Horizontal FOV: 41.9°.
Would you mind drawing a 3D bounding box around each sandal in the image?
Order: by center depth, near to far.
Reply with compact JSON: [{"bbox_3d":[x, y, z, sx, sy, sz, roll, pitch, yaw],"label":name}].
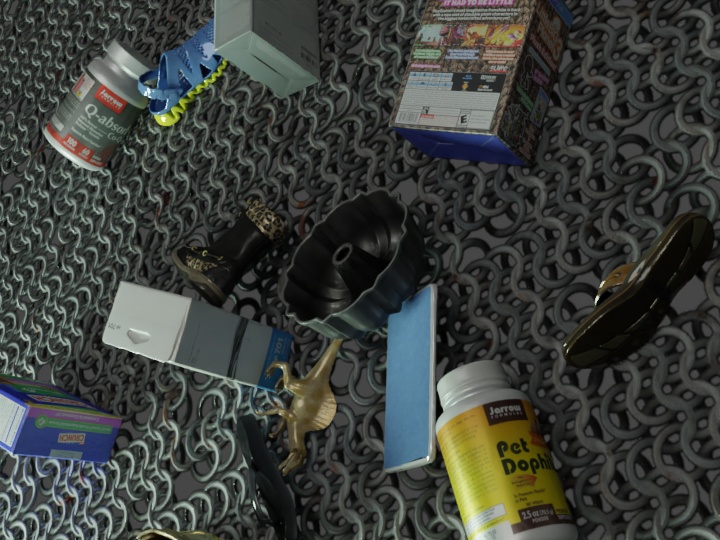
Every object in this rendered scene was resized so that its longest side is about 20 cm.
[{"bbox_3d":[0.280,0.018,0.969,0.201,0.081,0.055,-55,34,9],"label":"sandal"},{"bbox_3d":[-0.126,0.270,1.176,0.201,0.042,0.077,-124,31,-43],"label":"sandal"},{"bbox_3d":[-0.284,-0.326,1.509,0.200,0.087,0.080,-49,50,9],"label":"sandal"}]

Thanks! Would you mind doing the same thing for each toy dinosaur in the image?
[{"bbox_3d":[-0.071,0.155,1.203,0.100,0.058,0.202,20,86,23],"label":"toy dinosaur"}]

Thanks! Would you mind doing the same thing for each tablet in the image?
[{"bbox_3d":[0.059,0.127,1.093,0.130,0.013,0.203,142,134,-61],"label":"tablet"}]

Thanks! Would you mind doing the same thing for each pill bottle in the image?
[{"bbox_3d":[0.144,0.200,0.978,0.109,0.109,0.202,-31,58,23],"label":"pill bottle"},{"bbox_3d":[-0.430,-0.279,1.579,0.201,0.115,0.116,-52,51,9],"label":"pill bottle"}]

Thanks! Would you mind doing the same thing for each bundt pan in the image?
[{"bbox_3d":[0.000,0.000,1.156,0.201,0.076,0.204,-30,37,26],"label":"bundt pan"}]

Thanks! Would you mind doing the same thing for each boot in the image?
[{"bbox_3d":[-0.238,0.359,1.173,0.198,0.155,0.074,-4,70,35],"label":"boot"},{"bbox_3d":[-0.186,-0.033,1.330,0.151,0.073,0.200,-45,22,-6],"label":"boot"}]

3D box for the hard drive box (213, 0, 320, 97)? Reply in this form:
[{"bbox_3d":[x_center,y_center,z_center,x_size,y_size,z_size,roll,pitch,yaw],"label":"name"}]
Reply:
[{"bbox_3d":[-0.134,-0.382,1.374,0.076,0.155,0.203,-17,63,32],"label":"hard drive box"}]

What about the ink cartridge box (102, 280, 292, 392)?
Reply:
[{"bbox_3d":[-0.208,0.088,1.223,0.145,0.199,0.087,11,79,38],"label":"ink cartridge box"}]

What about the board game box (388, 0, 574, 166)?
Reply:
[{"bbox_3d":[0.148,-0.244,1.148,0.158,0.096,0.203,12,80,39],"label":"board game box"}]

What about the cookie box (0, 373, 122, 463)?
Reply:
[{"bbox_3d":[-0.486,0.216,1.403,0.198,0.170,0.076,16,86,38],"label":"cookie box"}]
